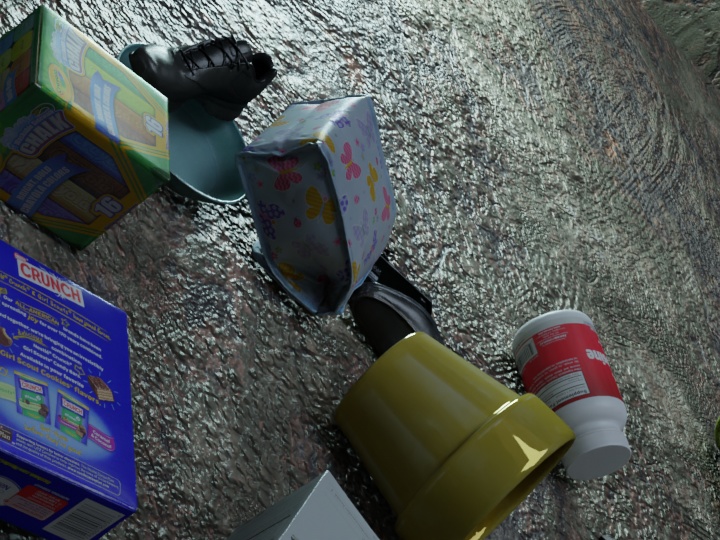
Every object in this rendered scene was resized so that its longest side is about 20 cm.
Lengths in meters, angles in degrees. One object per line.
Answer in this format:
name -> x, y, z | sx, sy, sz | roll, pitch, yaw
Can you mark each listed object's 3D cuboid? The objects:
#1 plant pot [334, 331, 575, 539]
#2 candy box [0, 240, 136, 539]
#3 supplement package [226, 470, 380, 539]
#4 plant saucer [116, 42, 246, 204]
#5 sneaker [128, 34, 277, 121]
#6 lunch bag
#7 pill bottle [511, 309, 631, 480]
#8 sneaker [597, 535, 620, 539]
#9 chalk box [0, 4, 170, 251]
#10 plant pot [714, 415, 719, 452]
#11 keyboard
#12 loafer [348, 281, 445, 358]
plant pot -> 0.082, 0.172, 1.644 | 0.189, 0.201, 0.201 | 44, 22, 14
candy box -> -0.256, 0.088, 1.234 | 0.169, 0.077, 0.200 | 34, 33, -37
supplement package -> -0.063, 0.272, 1.321 | 0.117, 0.117, 0.200 | 53, 25, -6
plant saucer -> -0.193, -0.146, 1.703 | 0.200, 0.036, 0.200 | 42, 28, -28
sneaker -> -0.162, -0.212, 1.692 | 0.200, 0.091, 0.076 | -4, 65, -61
lunch bag -> -0.042, -0.067, 1.752 | 0.170, 0.127, 0.200 | -54, 132, -58
pill bottle -> 0.272, 0.159, 2.073 | 0.112, 0.112, 0.200 | 27, 37, -46
sneaker -> 0.306, 0.393, 1.916 | 0.080, 0.074, 0.200 | 30, 28, -18
chalk box -> -0.279, -0.136, 1.430 | 0.200, 0.124, 0.125 | 37, 30, -35
plant pot -> 0.634, 0.317, 2.470 | 0.200, 0.200, 0.184 | 44, 39, -24
keyboard -> 0.000, 0.000, 1.882 | 0.200, 0.040, 0.104 | 43, 38, -12
loafer -> 0.058, 0.095, 1.819 | 0.200, 0.073, 0.072 | 45, 31, -19
